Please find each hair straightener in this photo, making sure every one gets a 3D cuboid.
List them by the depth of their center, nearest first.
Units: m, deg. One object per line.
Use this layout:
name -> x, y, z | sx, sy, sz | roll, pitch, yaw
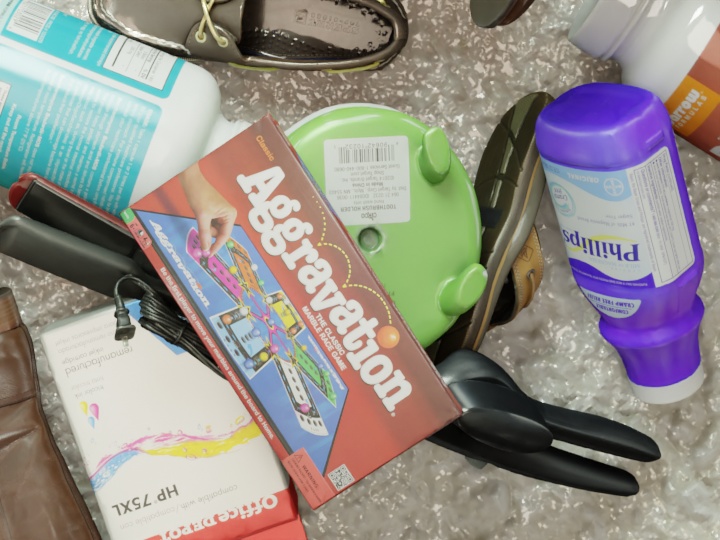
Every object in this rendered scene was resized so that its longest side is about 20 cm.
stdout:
hair straightener -> -0.126, 0.022, 1.301 | 0.199, 0.077, 0.041 | 32, 135, -17

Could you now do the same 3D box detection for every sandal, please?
sandal -> 0.086, -0.011, 1.376 | 0.054, 0.082, 0.201 | 23, 87, -25

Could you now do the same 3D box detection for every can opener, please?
can opener -> 0.105, 0.102, 1.351 | 0.199, 0.079, 0.063 | 24, 116, -41

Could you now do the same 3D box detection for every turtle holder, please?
turtle holder -> 0.007, -0.009, 1.334 | 0.140, 0.132, 0.186 | -33, 102, -4

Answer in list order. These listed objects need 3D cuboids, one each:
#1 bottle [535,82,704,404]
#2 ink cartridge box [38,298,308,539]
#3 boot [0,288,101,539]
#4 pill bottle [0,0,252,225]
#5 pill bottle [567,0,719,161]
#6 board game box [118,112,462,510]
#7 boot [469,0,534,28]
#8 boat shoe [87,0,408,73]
bottle -> 0.164, -0.013, 1.345 | 0.065, 0.083, 0.201 | -37, 124, -31
ink cartridge box -> -0.110, 0.111, 1.375 | 0.115, 0.067, 0.201 | -20, 95, -1
boot -> -0.267, 0.131, 1.374 | 0.185, 0.064, 0.201 | -16, 101, 4
pill bottle -> -0.159, -0.087, 1.334 | 0.199, 0.111, 0.112 | 22, 95, -3
pill bottle -> 0.230, -0.122, 1.340 | 0.199, 0.112, 0.113 | 31, 94, -4
board game box -> -0.038, 0.024, 1.252 | 0.103, 0.019, 0.201 | -33, 94, 6
boot -> 0.178, -0.179, 1.249 | 0.199, 0.064, 0.187 | 26, 100, -31
boat shoe -> -0.069, -0.156, 1.355 | 0.198, 0.060, 0.072 | 8, 96, -2
